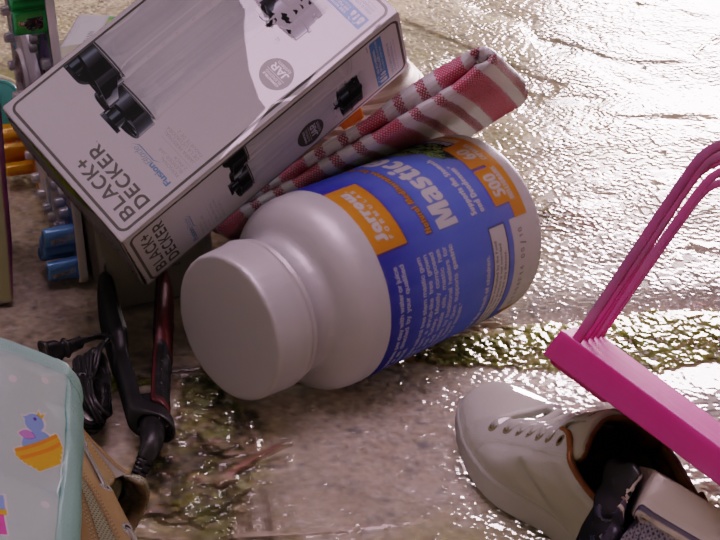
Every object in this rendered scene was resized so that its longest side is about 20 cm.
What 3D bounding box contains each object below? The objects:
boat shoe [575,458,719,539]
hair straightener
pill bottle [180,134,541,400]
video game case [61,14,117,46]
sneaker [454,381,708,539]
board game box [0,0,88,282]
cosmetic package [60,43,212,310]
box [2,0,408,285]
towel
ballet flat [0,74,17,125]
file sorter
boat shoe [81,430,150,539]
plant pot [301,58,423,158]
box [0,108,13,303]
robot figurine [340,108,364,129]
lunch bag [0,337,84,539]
[{"bbox_3d":[0.170,0.164,0.711,0.199,0.093,0.075,29,-3,4],"label":"boat shoe"},{"bbox_3d":[-0.139,0.060,0.936,0.076,0.041,0.200,-2,31,-6],"label":"hair straightener"},{"bbox_3d":[0.000,0.000,0.967,0.112,0.113,0.199,25,34,38],"label":"pill bottle"},{"bbox_3d":[-0.149,-0.169,1.396,0.198,0.022,0.182,2,27,1],"label":"video game case"},{"bbox_3d":[0.110,0.088,0.831,0.072,0.085,0.200,-14,29,-24],"label":"sneaker"},{"bbox_3d":[-0.215,-0.120,1.094,0.026,0.202,0.200,-11,29,-16],"label":"board game box"},{"bbox_3d":[-0.154,-0.067,1.099,0.072,0.104,0.200,-11,30,-14],"label":"cosmetic package"},{"bbox_3d":[-0.084,-0.102,0.960,0.200,0.060,0.117,-39,69,-9],"label":"box"},{"bbox_3d":[0.006,-0.074,1.039,0.199,0.030,0.146,-31,-7,9],"label":"towel"},{"bbox_3d":[-0.333,-0.098,1.214,0.199,0.070,0.069,-10,29,-25],"label":"ballet flat"},{"bbox_3d":[0.181,0.027,0.772,0.139,0.126,0.200,36,5,10],"label":"file sorter"},{"bbox_3d":[-0.137,0.109,0.807,0.076,0.072,0.200,1,35,-25],"label":"boat shoe"},{"bbox_3d":[-0.019,-0.106,1.200,0.199,0.093,0.201,0,26,0],"label":"plant pot"},{"bbox_3d":[-0.302,-0.083,1.021,0.174,0.202,0.097,-5,27,-10],"label":"box"},{"bbox_3d":[-0.063,-0.133,1.098,0.144,0.058,0.200,-31,29,6],"label":"robot figurine"},{"bbox_3d":[-0.208,0.115,0.689,0.198,0.123,0.171,-5,42,-1],"label":"lunch bag"}]
